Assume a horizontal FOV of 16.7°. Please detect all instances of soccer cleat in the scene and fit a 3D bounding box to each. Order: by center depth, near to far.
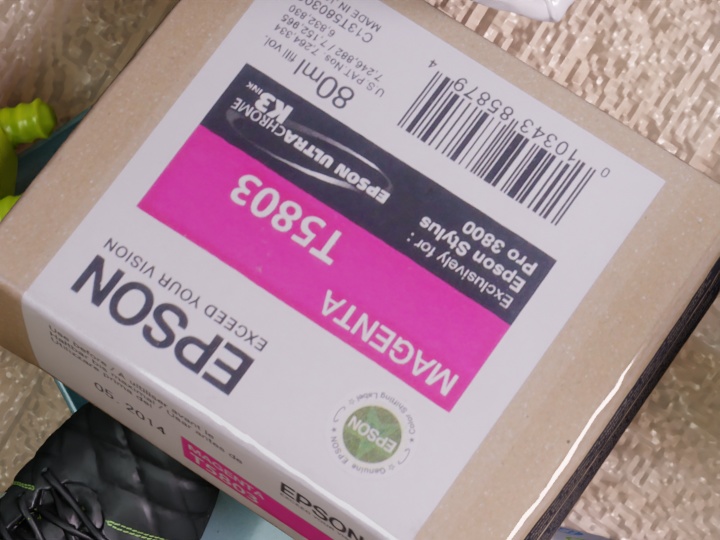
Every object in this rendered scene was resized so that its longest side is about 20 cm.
[{"bbox_3d":[-0.122,0.115,0.857,0.068,0.081,0.200,47,109,12],"label":"soccer cleat"}]

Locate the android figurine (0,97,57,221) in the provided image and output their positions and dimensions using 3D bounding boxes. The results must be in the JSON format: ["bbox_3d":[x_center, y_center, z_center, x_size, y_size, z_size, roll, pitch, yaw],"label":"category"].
[{"bbox_3d":[-0.202,-0.018,0.860,0.199,0.041,0.183,-14,46,10],"label":"android figurine"}]

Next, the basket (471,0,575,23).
[{"bbox_3d":[-0.002,-0.212,0.757,0.161,0.198,0.201,33,101,39],"label":"basket"}]

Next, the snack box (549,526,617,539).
[{"bbox_3d":[0.060,0.190,0.834,0.142,0.053,0.201,13,93,14],"label":"snack box"}]

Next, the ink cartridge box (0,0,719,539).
[{"bbox_3d":[0.000,0.000,0.809,0.200,0.075,0.165,32,72,12],"label":"ink cartridge box"}]

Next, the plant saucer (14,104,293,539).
[{"bbox_3d":[-0.071,0.042,0.888,0.070,0.019,0.201,-31,83,13],"label":"plant saucer"}]
